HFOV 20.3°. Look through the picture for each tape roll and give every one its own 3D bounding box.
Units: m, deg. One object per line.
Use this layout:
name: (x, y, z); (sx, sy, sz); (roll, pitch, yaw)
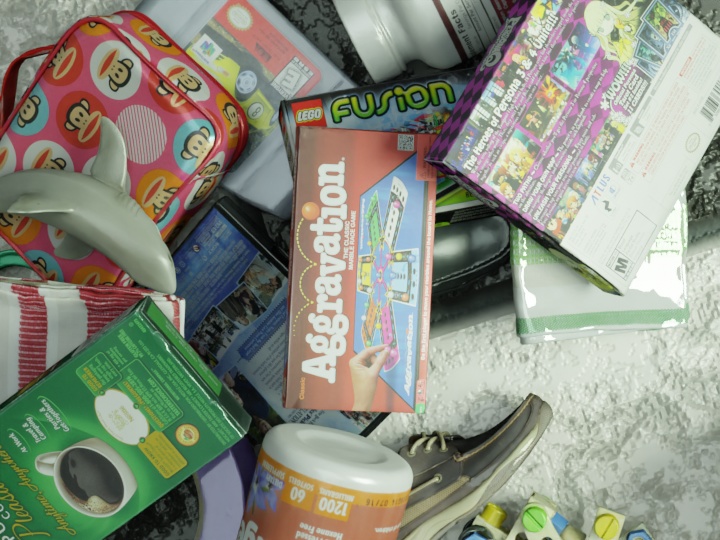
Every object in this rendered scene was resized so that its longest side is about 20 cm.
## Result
tape roll: (-0.177, 0.177, 1.519); (0.199, 0.085, 0.201); (0, 90, 7)

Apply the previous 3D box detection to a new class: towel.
towel: (-0.228, 0.077, 1.455); (0.199, 0.023, 0.144); (5, 108, 6)
towel: (0.177, -0.050, 1.462); (0.149, 0.031, 0.201); (-5, 98, -27)

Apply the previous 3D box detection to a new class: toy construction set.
toy construction set: (0.119, 0.248, 1.485); (0.131, 0.092, 0.200); (30, 82, 6)

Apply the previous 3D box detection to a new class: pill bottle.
pill bottle: (0.082, -0.220, 1.480); (0.200, 0.113, 0.113); (-26, 86, 6)
pill bottle: (-0.039, 0.220, 1.444); (0.112, 0.112, 0.200); (16, 99, 7)

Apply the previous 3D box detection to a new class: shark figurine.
shark figurine: (-0.244, -0.040, 1.449); (0.214, 0.089, 0.128); (-1, 102, 23)

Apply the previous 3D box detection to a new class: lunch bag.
lunch bag: (-0.200, -0.091, 1.505); (0.176, 0.082, 0.200); (43, 113, 7)

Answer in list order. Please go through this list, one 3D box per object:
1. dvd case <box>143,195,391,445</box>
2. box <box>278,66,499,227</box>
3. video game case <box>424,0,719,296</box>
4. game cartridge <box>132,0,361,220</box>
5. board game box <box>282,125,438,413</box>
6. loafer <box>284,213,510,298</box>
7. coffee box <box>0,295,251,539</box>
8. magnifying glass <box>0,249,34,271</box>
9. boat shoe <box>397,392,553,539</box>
dvd case: (-0.068, 0.057, 1.497); (0.200, 0.018, 0.143); (44, 126, 1)
box: (0.047, -0.087, 1.482); (0.199, 0.035, 0.110); (-11, 73, -10)
video game case: (0.164, -0.112, 1.419); (0.181, 0.036, 0.200); (34, 80, -25)
game cartridge: (-0.095, -0.140, 1.540); (0.200, 0.041, 0.133); (43, 98, 6)
board game box: (0.000, 0.000, 1.430); (0.103, 0.019, 0.201); (2, 91, -9)
loafer: (0.023, -0.007, 1.504); (0.200, 0.070, 0.068); (-13, 86, 6)
coffee box: (-0.192, 0.122, 1.430); (0.200, 0.044, 0.123); (-37, 101, 14)
magnifying glass: (-0.278, 0.083, 1.564); (0.079, 0.022, 0.201); (9, 91, 7)
boat shoe: (0.056, 0.156, 1.497); (0.200, 0.074, 0.073); (-43, 85, 3)
